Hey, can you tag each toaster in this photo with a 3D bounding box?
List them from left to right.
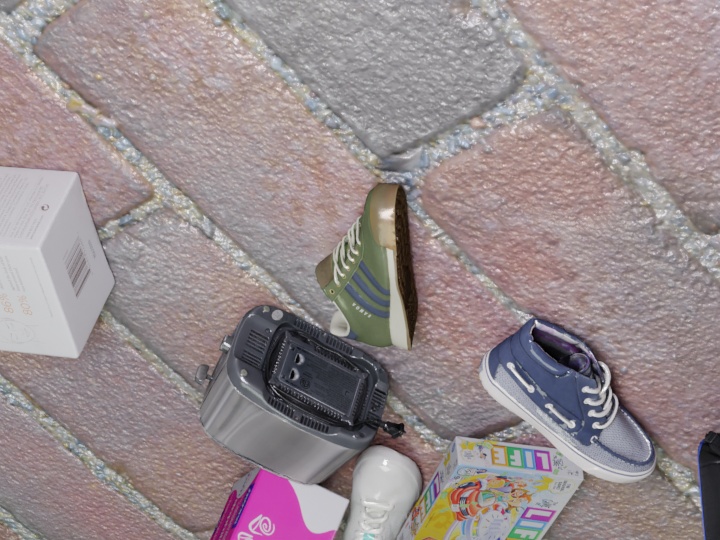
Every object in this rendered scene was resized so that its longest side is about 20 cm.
[{"bbox_3d":[-0.063,0.131,1.752,0.199,0.114,0.129,27,142,-13],"label":"toaster"}]

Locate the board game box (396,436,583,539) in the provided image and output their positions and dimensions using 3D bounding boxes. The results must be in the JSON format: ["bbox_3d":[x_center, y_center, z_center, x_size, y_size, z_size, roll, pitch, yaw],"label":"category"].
[{"bbox_3d":[0.129,0.244,1.818,0.133,0.034,0.201,7,140,-14],"label":"board game box"}]

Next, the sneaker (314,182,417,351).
[{"bbox_3d":[0.000,0.000,1.618,0.089,0.068,0.201,4,139,11],"label":"sneaker"}]

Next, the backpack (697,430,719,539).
[{"bbox_3d":[0.424,0.220,1.618,0.198,0.164,0.168,-14,150,22],"label":"backpack"}]

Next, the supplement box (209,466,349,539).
[{"bbox_3d":[-0.093,0.277,1.871,0.103,0.102,0.200,27,161,-7],"label":"supplement box"}]

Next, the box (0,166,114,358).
[{"bbox_3d":[-0.361,-0.012,1.722,0.198,0.107,0.153,6,137,16],"label":"box"}]

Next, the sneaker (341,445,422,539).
[{"bbox_3d":[0.014,0.269,1.881,0.074,0.089,0.201,18,138,6],"label":"sneaker"}]

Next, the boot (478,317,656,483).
[{"bbox_3d":[0.211,0.124,1.659,0.199,0.073,0.090,32,143,-11],"label":"boot"}]
